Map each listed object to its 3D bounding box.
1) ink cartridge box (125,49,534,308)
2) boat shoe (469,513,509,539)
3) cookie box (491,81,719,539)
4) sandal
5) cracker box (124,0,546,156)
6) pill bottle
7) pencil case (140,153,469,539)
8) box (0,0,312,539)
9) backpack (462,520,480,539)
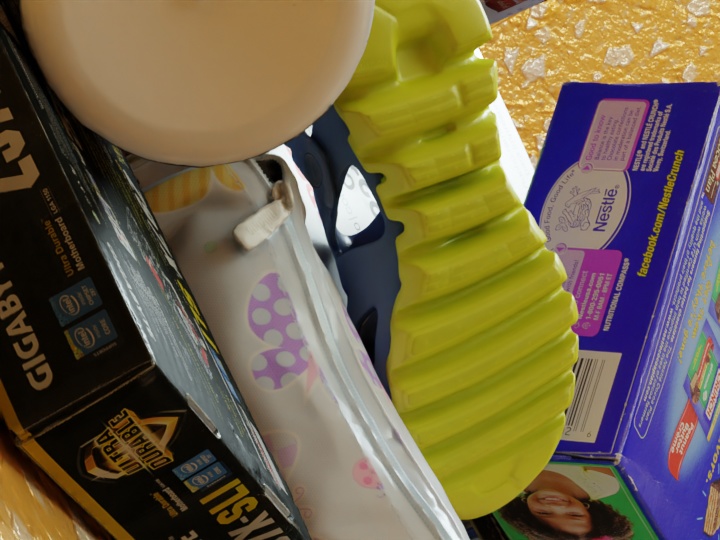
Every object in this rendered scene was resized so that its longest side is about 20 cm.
[{"bbox_3d":[0.000,0.000,1.138,0.200,0.084,0.145,-21,86,-59],"label":"ink cartridge box"},{"bbox_3d":[0.056,0.055,1.270,0.065,0.073,0.200,39,24,-57],"label":"boat shoe"},{"bbox_3d":[0.121,0.050,1.150,0.200,0.075,0.172,56,46,-49],"label":"cookie box"},{"bbox_3d":[0.019,-0.011,1.022,0.087,0.079,0.201,3,-76,62],"label":"sandal"},{"bbox_3d":[-0.013,-0.104,1.160,0.134,0.199,0.058,-21,89,-82],"label":"cracker box"},{"bbox_3d":[-0.056,-0.106,0.928,0.106,0.106,0.200,60,3,-16],"label":"pill bottle"},{"bbox_3d":[-0.023,0.058,0.964,0.083,0.091,0.200,21,38,-57],"label":"pencil case"},{"bbox_3d":[-0.092,-0.009,0.875,0.200,0.049,0.160,62,1,28],"label":"box"},{"bbox_3d":[0.074,0.100,1.368,0.147,0.183,0.200,51,19,-56],"label":"backpack"}]
